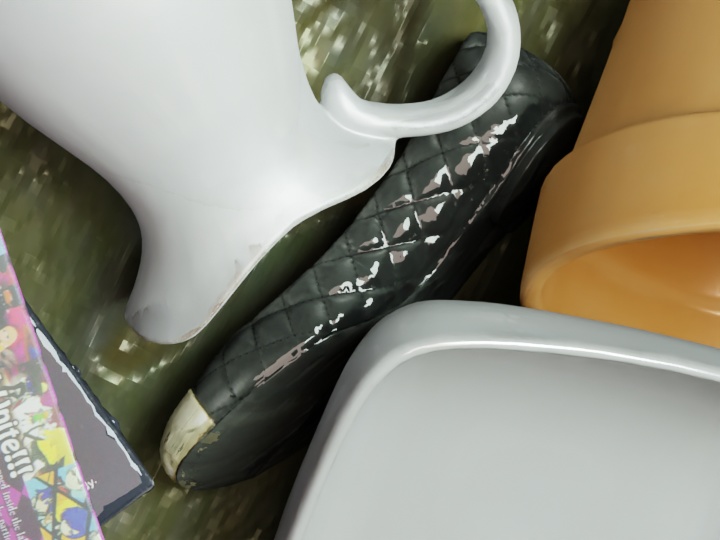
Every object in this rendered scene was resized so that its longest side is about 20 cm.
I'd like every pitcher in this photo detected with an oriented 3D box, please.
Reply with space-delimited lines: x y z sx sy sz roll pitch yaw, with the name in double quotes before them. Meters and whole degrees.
"pitcher" -0.054 -0.102 0.864 0.171 0.121 0.200 -33 110 -4

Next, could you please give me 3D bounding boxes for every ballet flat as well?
"ballet flat" 0.000 0.000 0.931 0.057 0.066 0.200 40 81 25

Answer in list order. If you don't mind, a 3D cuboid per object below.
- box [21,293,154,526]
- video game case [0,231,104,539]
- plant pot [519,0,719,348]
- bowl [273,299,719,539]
"box" -0.186 0.028 0.847 0.148 0.104 0.200 -36 103 -9
"video game case" -0.180 0.054 0.778 0.181 0.036 0.201 -20 100 -13
"plant pot" 0.162 -0.043 0.900 0.199 0.200 0.140 15 70 -16
"bowl" 0.063 0.099 0.915 0.199 0.075 0.200 11 116 -16
